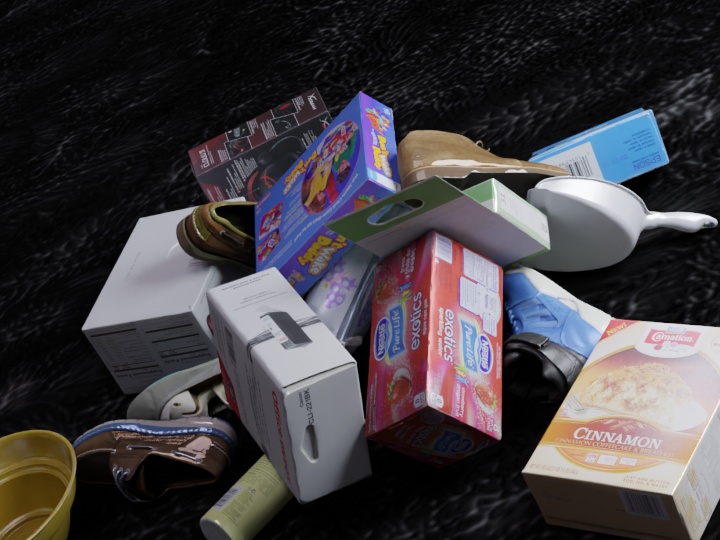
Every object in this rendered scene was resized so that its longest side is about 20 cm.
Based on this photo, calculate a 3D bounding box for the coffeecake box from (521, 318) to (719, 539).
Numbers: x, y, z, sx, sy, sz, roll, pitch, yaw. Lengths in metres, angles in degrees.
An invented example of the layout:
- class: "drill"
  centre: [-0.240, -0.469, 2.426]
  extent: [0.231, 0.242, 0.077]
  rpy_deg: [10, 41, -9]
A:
- class: "coffeecake box"
  centre: [0.262, 0.142, 1.478]
  extent: [0.152, 0.073, 0.200]
  rpy_deg: [3, 44, 39]

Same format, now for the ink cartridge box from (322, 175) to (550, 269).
- class: "ink cartridge box"
  centre: [0.077, -0.049, 1.638]
  extent: [0.145, 0.199, 0.048]
  rpy_deg: [-22, 54, 32]

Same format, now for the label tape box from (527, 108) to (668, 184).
- class: "label tape box"
  centre: [0.263, -0.125, 1.820]
  extent: [0.143, 0.064, 0.200]
  rpy_deg: [-22, 3, 10]

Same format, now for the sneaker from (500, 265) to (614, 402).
- class: "sneaker"
  centre: [0.163, 0.067, 1.642]
  extent: [0.111, 0.077, 0.199]
  rpy_deg: [-32, 39, -24]

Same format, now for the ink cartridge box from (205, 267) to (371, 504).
- class: "ink cartridge box"
  centre: [-0.072, 0.112, 1.627]
  extent: [0.083, 0.145, 0.200]
  rpy_deg: [-19, 35, -17]

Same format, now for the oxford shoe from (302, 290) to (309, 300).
- class: "oxford shoe"
  centre: [0.000, 0.000, 1.842]
  extent: [0.199, 0.071, 0.073]
  rpy_deg: [-32, 35, 31]

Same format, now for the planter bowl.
- class: "planter bowl"
  centre: [-0.372, 0.271, 1.741]
  extent: [0.199, 0.084, 0.201]
  rpy_deg: [-19, 34, 14]

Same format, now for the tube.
- class: "tube"
  centre: [-0.079, 0.206, 1.662]
  extent: [0.200, 0.058, 0.052]
  rpy_deg: [-45, -5, -32]

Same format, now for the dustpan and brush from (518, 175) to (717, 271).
- class: "dustpan and brush"
  centre: [0.272, -0.048, 1.711]
  extent: [0.198, 0.140, 0.058]
  rpy_deg: [10, 54, 8]

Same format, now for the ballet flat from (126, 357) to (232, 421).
- class: "ballet flat"
  centre: [-0.165, 0.135, 1.795]
  extent: [0.199, 0.068, 0.064]
  rpy_deg: [-26, 41, 3]

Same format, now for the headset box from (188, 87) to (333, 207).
- class: "headset box"
  centre: [-0.107, -0.108, 2.000]
  extent: [0.199, 0.149, 0.075]
  rpy_deg: [-27, 33, 1]

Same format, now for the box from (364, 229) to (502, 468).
- class: "box"
  centre: [0.074, 0.078, 1.603]
  extent: [0.095, 0.099, 0.202]
  rpy_deg: [-32, 44, 42]

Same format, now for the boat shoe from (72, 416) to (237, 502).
- class: "boat shoe"
  centre: [-0.231, 0.204, 1.742]
  extent: [0.198, 0.073, 0.073]
  rpy_deg: [-13, 38, 21]

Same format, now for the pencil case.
- class: "pencil case"
  centre: [-0.008, 0.009, 1.753]
  extent: [0.091, 0.083, 0.202]
  rpy_deg: [178, 116, -80]

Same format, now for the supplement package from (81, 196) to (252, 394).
- class: "supplement package"
  centre: [-0.205, 0.030, 1.920]
  extent: [0.154, 0.111, 0.201]
  rpy_deg: [-9, 38, 26]

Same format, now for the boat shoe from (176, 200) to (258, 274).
- class: "boat shoe"
  centre: [-0.112, -0.039, 1.864]
  extent: [0.068, 0.199, 0.073]
  rpy_deg: [-36, 65, 37]

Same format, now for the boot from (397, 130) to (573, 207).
- class: "boot"
  centre: [0.130, -0.107, 1.685]
  extent: [0.198, 0.074, 0.076]
  rpy_deg: [3, 54, -24]

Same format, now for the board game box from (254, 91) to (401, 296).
- class: "board game box"
  centre: [-0.039, -0.073, 1.737]
  extent: [0.200, 0.045, 0.135]
  rpy_deg: [-44, 34, 34]

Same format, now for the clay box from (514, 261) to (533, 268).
- class: "clay box"
  centre: [0.114, -0.003, 1.796]
  extent: [0.199, 0.048, 0.115]
  rpy_deg: [-38, 33, -16]
